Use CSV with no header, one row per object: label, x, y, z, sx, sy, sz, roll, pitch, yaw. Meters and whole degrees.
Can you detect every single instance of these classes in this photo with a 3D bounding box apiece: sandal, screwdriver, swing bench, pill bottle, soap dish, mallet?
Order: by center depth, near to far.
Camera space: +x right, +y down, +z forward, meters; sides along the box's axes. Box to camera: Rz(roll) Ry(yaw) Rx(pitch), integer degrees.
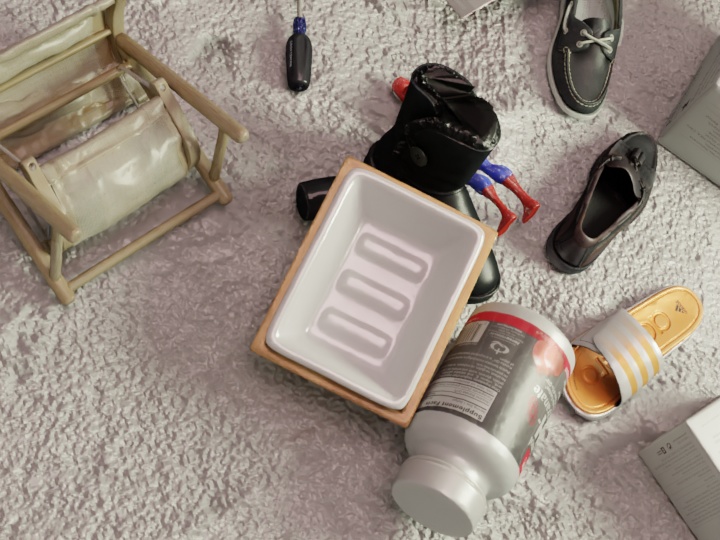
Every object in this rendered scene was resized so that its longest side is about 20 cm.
swing bench,-0.242,-0.116,1.229,0.199,0.130,0.200,-34,75,-28
pill bottle,0.108,0.135,1.237,0.110,0.111,0.200,34,60,-1
soap dish,0.013,0.021,1.244,0.157,0.081,0.201,26,78,1
mallet,0.000,0.000,1.309,0.066,0.041,0.201,-17,77,-21
sandal,0.276,0.065,1.356,0.206,0.059,0.079,-36,81,-29
screwdriver,-0.062,-0.276,1.414,0.028,0.029,0.201,6,69,-16

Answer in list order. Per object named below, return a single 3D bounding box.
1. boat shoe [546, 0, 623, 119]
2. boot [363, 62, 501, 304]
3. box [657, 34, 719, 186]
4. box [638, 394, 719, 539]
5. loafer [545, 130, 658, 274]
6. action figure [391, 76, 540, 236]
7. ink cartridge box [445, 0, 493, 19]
boat shoe,0.250,-0.261,1.499,0.075,0.060,0.201,10,63,-14
boot,0.088,-0.080,1.298,0.076,0.168,0.201,-27,78,-27
box,0.469,-0.178,1.494,0.200,0.131,0.199,35,60,0
box,0.384,0.214,1.302,0.124,0.098,0.200,-27,76,-28
loafer,0.264,-0.078,1.417,0.072,0.063,0.200,38,60,1
action figure,0.096,-0.122,1.390,0.065,0.052,0.200,-27,72,-33
ink cartridge box,0.151,-0.362,1.510,0.200,0.050,0.161,-33,63,-9
